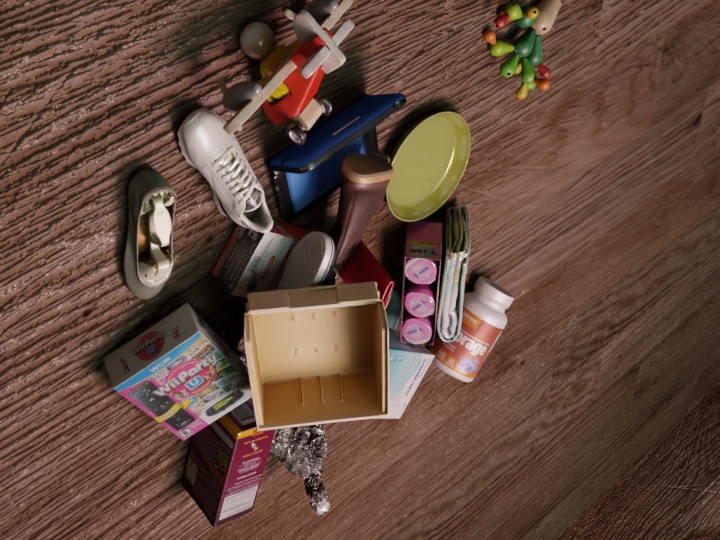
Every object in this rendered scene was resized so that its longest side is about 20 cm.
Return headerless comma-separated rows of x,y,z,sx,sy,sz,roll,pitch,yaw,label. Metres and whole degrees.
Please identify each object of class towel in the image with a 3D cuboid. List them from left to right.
0.171,0.003,1.555,0.172,0.047,0.202,-81,177,-53,towel

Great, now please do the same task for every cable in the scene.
-0.157,0.115,1.377,0.198,0.051,0.165,2,125,-47,cable

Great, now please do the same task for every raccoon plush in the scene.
-0.124,0.341,1.496,0.133,0.203,0.096,-4,155,-45,raccoon plush

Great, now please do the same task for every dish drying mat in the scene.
0.000,0.000,1.323,0.018,0.200,0.078,12,114,-30,dish drying mat

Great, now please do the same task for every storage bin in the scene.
-0.061,0.122,1.215,0.196,0.095,0.201,-5,132,-4,storage bin

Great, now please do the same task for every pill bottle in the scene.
0.234,0.120,1.753,0.111,0.112,0.202,16,107,-52,pill bottle

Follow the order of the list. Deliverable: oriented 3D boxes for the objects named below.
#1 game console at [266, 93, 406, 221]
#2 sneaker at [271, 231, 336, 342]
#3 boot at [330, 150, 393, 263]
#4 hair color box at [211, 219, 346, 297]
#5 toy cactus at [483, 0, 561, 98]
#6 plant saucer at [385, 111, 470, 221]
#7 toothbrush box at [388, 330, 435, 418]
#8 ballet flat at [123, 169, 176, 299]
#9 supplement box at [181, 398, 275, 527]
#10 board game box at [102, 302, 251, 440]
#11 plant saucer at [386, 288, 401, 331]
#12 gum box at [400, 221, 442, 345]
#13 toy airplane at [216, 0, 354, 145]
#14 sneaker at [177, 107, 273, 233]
-0.026,-0.160,1.234,0.199,0.170,0.119,-38,115,-20,game console
-0.074,0.025,1.251,0.078,0.079,0.201,4,132,-37,sneaker
-0.007,-0.084,1.223,0.200,0.071,0.169,-45,156,-73,boot
-0.119,-0.011,1.293,0.199,0.064,0.112,14,111,-53,hair color box
0.291,-0.395,1.418,0.166,0.102,0.200,-55,137,-13,toy cactus
0.109,-0.180,1.433,0.198,0.031,0.202,-28,137,-30,plant saucer
0.026,0.188,1.541,0.199,0.085,0.148,13,109,-51,toothbrush box
-0.273,-0.033,1.103,0.067,0.064,0.203,-20,133,-36,ballet flat
-0.221,0.307,1.404,0.085,0.110,0.203,-10,127,-43,supplement box
-0.260,0.155,1.244,0.146,0.065,0.201,-33,141,0,board game box
-0.010,0.105,1.534,0.198,0.036,0.202,-30,139,-30,plant saucer
0.109,0.027,1.521,0.114,0.065,0.203,-81,173,-53,gum box
-0.091,-0.263,1.049,0.200,0.140,0.200,-53,179,21,toy airplane
-0.172,-0.132,1.120,0.076,0.080,0.201,-42,141,-11,sneaker
